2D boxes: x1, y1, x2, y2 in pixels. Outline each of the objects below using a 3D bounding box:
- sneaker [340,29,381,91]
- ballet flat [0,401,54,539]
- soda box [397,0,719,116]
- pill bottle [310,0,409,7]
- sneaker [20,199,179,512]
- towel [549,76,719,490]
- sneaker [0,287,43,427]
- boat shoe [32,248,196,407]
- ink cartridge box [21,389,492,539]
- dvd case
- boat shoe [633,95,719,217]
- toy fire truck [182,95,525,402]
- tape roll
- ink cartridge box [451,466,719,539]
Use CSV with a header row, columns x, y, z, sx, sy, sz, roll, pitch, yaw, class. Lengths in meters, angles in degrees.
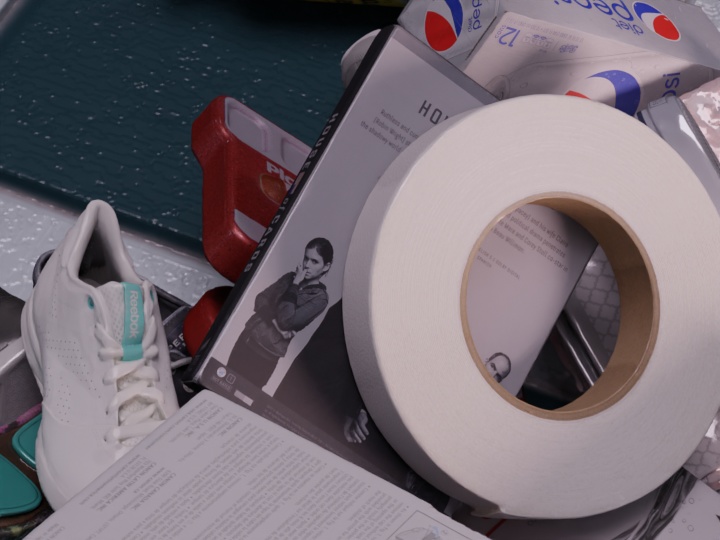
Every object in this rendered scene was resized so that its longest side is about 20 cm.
x,y,z,sx,sy,sz,roll,pitch,yaw,class
0.057,-0.064,1.500,0.200,0.075,0.082,37,57,26,sneaker
-0.177,0.111,1.324,0.069,0.071,0.200,38,27,17,ballet flat
0.120,-0.120,1.489,0.199,0.064,0.068,10,38,-41,soda box
-0.019,-0.214,1.602,0.198,0.112,0.113,4,50,4,pill bottle
-0.117,0.050,1.299,0.075,0.089,0.201,1,42,-27,sneaker
0.186,0.005,1.436,0.190,0.032,0.201,-25,74,-19,towel
-0.242,0.076,1.401,0.200,0.071,0.099,-36,43,-17,sneaker
-0.093,0.051,1.412,0.199,0.068,0.072,34,58,25,boat shoe
-0.039,0.145,1.163,0.199,0.050,0.162,28,45,25,ink cartridge box
0.024,0.007,1.300,0.150,0.025,0.201,35,74,-19,dvd case
0.183,0.009,1.389,0.062,0.072,0.201,-30,77,15,boat shoe
0.000,0.000,1.410,0.199,0.112,0.168,30,28,-21,toy fire truck
0.087,0.018,1.293,0.201,0.037,0.205,2,85,-24,tape roll
0.116,0.145,1.334,0.200,0.067,0.116,37,60,27,ink cartridge box
